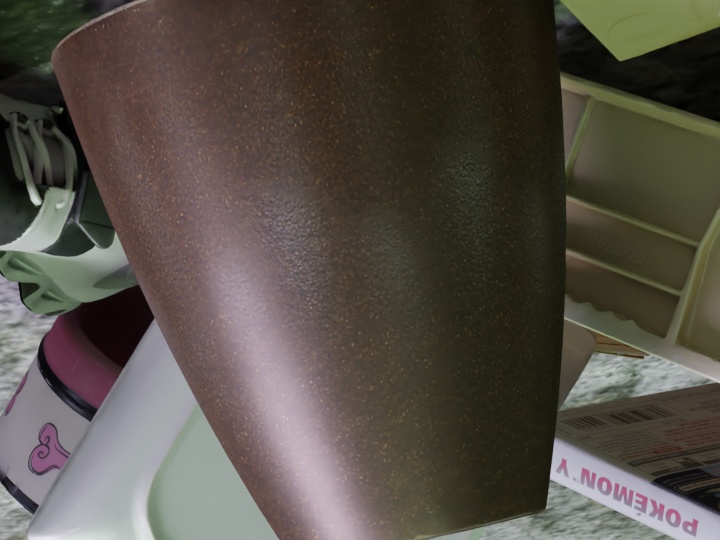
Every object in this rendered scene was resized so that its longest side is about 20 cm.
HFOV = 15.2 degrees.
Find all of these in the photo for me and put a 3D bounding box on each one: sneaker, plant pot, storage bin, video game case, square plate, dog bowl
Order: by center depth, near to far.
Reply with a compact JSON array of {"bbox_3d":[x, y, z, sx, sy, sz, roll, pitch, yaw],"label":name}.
[{"bbox_3d":[0.000,0.000,0.976,0.186,0.201,0.187,-13,175,-1],"label":"plant pot"},{"bbox_3d":[-0.119,-0.038,1.079,0.088,0.074,0.200,-12,165,10],"label":"sneaker"},{"bbox_3d":[0.163,0.000,1.108,0.200,0.094,0.198,18,-177,-45],"label":"storage bin"},{"bbox_3d":[-0.009,0.069,1.111,0.198,0.200,0.028,34,174,-32],"label":"square plate"},{"bbox_3d":[0.195,0.088,1.135,0.199,0.023,0.182,-6,-159,-42],"label":"video game case"},{"bbox_3d":[-0.062,0.069,1.207,0.199,0.200,0.074,7,109,-30],"label":"dog bowl"}]

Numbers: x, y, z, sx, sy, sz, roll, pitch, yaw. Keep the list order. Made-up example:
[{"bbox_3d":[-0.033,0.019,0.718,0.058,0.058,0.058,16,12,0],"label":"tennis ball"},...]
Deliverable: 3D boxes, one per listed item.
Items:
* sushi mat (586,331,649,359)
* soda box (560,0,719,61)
[{"bbox_3d":[0.030,0.000,1.186,0.199,0.096,0.012,8,123,-32],"label":"sushi mat"},{"bbox_3d":[0.075,-0.145,0.909,0.068,0.064,0.200,-18,154,22],"label":"soda box"}]
